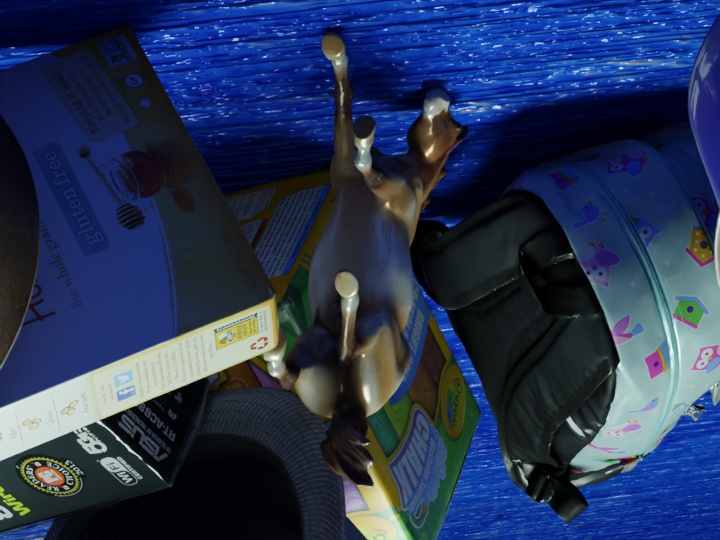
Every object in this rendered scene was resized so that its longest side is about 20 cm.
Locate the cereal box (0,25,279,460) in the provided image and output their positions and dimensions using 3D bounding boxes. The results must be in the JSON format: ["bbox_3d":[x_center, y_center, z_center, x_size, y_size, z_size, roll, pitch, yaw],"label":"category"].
[{"bbox_3d":[-0.148,0.002,0.918,0.199,0.144,0.040,-22,148,-15],"label":"cereal box"}]

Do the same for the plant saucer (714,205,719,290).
[{"bbox_3d":[0.238,-0.045,1.091,0.199,0.035,0.201,-13,133,-15],"label":"plant saucer"}]

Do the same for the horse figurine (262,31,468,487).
[{"bbox_3d":[0.000,0.000,1.032,0.050,0.201,0.133,3,159,12],"label":"horse figurine"}]

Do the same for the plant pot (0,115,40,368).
[{"bbox_3d":[-0.224,-0.042,0.798,0.186,0.188,0.200,-10,151,11],"label":"plant pot"}]

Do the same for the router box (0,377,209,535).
[{"bbox_3d":[-0.185,0.028,1.070,0.149,0.062,0.200,-18,128,37],"label":"router box"}]

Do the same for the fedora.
[{"bbox_3d":[-0.056,0.149,1.096,0.200,0.178,0.090,-29,141,28],"label":"fedora"}]

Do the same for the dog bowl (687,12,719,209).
[{"bbox_3d":[0.229,-0.062,0.964,0.199,0.079,0.200,-12,146,-8],"label":"dog bowl"}]

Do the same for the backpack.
[{"bbox_3d":[0.113,0.010,1.200,0.126,0.167,0.200,-29,170,-17],"label":"backpack"}]

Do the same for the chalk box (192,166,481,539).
[{"bbox_3d":[-0.028,0.072,1.191,0.123,0.125,0.200,-15,120,25],"label":"chalk box"}]
